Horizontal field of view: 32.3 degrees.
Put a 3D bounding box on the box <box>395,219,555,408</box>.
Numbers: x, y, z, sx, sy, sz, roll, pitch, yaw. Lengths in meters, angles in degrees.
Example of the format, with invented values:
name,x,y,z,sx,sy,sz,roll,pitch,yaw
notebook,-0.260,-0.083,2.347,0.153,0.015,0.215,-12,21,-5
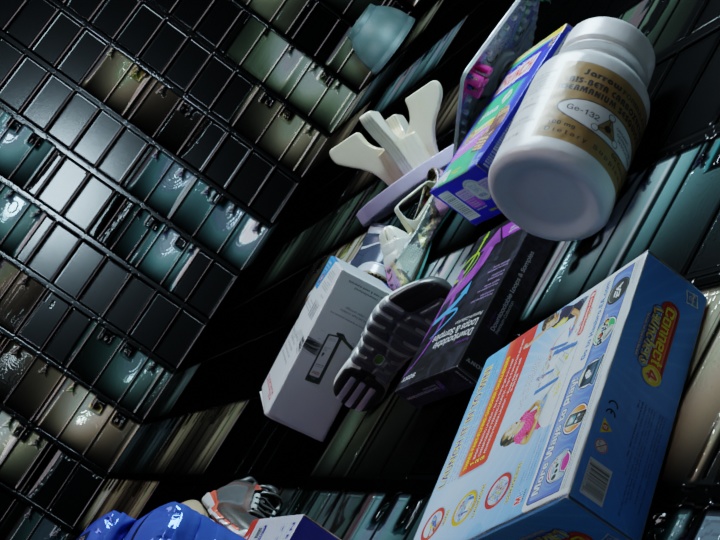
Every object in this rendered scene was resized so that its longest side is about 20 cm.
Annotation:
name,x,y,z,sx,sy,sz,roll,pitch,yaw
box,0.116,0.034,1.207,0.201,0.036,0.143,-61,12,-25

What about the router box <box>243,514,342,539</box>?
name,x,y,z,sx,sy,sz,roll,pitch,yaw
router box,-0.113,0.341,1.229,0.201,0.049,0.179,-59,11,-22

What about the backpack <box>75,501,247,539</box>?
name,x,y,z,sx,sy,sz,roll,pitch,yaw
backpack,-0.198,0.308,1.135,0.200,0.167,0.163,-40,24,42

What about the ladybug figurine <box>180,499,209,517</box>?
name,x,y,z,sx,sy,sz,roll,pitch,yaw
ladybug figurine,-0.216,0.348,1.490,0.200,0.071,0.137,-169,80,-75

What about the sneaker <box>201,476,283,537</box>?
name,x,y,z,sx,sy,sz,roll,pitch,yaw
sneaker,-0.129,0.279,1.451,0.082,0.077,0.200,-36,17,-11

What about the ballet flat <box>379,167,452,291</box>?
name,x,y,z,sx,sy,sz,roll,pitch,yaw
ballet flat,0.068,-0.052,1.608,0.201,0.071,0.069,-60,12,-27

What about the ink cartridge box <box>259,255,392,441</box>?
name,x,y,z,sx,sy,sz,roll,pitch,yaw
ink cartridge box,-0.042,0.094,1.545,0.201,0.084,0.146,-63,9,4

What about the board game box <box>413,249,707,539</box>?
name,x,y,z,sx,sy,sz,roll,pitch,yaw
board game box,0.128,0.112,0.834,0.196,0.056,0.201,-42,16,52

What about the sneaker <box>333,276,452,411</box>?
name,x,y,z,sx,sy,sz,roll,pitch,yaw
sneaker,0.040,0.057,1.382,0.200,0.075,0.116,-50,9,31

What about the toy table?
name,x,y,z,sx,sy,sz,roll,pitch,yaw
toy table,0.056,-0.164,1.729,0.199,0.118,0.184,-32,-5,5

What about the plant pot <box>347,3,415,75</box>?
name,x,y,z,sx,sy,sz,roll,pitch,yaw
plant pot,0.046,-0.686,3.597,0.201,0.134,0.200,-53,10,14

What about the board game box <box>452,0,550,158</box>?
name,x,y,z,sx,sy,sz,roll,pitch,yaw
board game box,0.181,-0.247,1.573,0.200,0.026,0.200,-54,-17,-24

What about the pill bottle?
name,x,y,z,sx,sy,sz,roll,pitch,yaw
pill bottle,0.201,-0.134,1.134,0.114,0.114,0.201,-40,18,55

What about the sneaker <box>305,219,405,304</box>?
name,x,y,z,sx,sy,sz,roll,pitch,yaw
sneaker,0.000,0.000,1.752,0.200,0.070,0.109,-28,33,54

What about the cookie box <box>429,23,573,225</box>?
name,x,y,z,sx,sy,sz,roll,pitch,yaw
cookie box,0.182,-0.164,1.427,0.201,0.075,0.171,-57,8,-14
